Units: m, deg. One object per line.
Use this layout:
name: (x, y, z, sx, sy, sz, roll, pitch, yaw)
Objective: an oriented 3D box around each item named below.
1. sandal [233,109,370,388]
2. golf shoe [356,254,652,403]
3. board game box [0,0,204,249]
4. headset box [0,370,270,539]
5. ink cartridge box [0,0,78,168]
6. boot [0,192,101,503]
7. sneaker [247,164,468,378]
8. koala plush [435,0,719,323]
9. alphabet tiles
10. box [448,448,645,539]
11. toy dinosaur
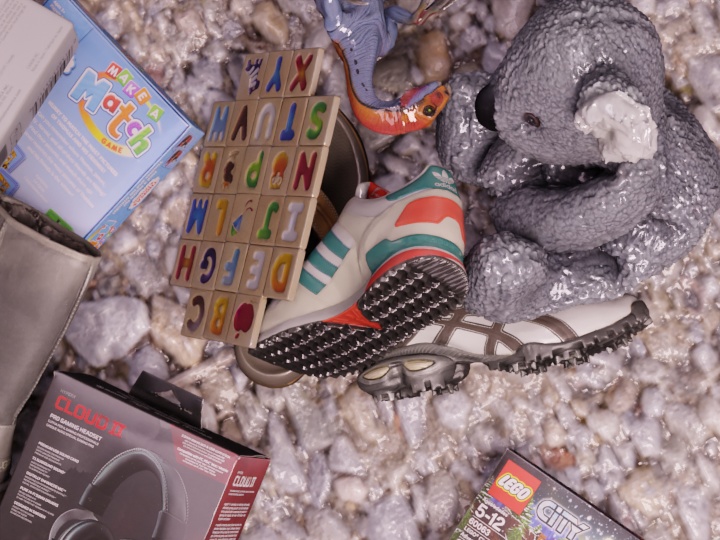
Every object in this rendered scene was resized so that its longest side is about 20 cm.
sandal: (-0.048, -0.021, 1.207, 0.081, 0.055, 0.202, 15, 86, 15)
golf shoe: (0.088, 0.026, 1.156, 0.198, 0.078, 0.096, -11, 79, 11)
board game box: (-0.231, -0.079, 1.270, 0.200, 0.037, 0.151, -46, 75, 5)
headset box: (-0.163, 0.171, 1.198, 0.148, 0.077, 0.202, 23, 90, 16)
ink cartridge box: (-0.318, -0.146, 1.209, 0.199, 0.057, 0.164, 28, 70, 5)
boot: (-0.280, 0.042, 1.218, 0.180, 0.072, 0.202, 23, 109, 16)
sneaker: (0.000, 0.000, 1.133, 0.199, 0.070, 0.094, -32, 44, 47)
koala plush: (0.137, -0.095, 1.076, 0.181, 0.201, 0.179, -8, 54, 1)
alphabet tiles: (-0.074, -0.050, 1.186, 0.166, 0.006, 0.202, 6, 82, 57)
box: (0.141, 0.227, 1.134, 0.199, 0.038, 0.137, 33, 91, 16)
toy dinosaur: (0.008, -0.168, 1.169, 0.104, 0.200, 0.184, 6, 77, -18)
